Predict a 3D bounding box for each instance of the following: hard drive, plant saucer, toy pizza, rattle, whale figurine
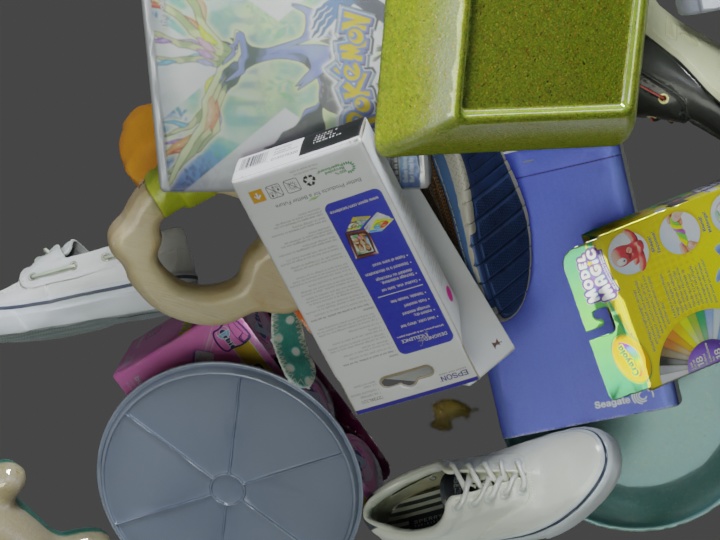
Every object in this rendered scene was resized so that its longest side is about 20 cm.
[{"bbox_3d":[0.142,0.010,1.623,0.131,0.025,0.201,-12,96,18],"label":"hard drive"},{"bbox_3d":[0.112,-0.168,1.447,0.199,0.048,0.201,-4,108,-29],"label":"plant saucer"},{"bbox_3d":[-0.095,0.153,1.669,0.199,0.032,0.201,4,115,8],"label":"toy pizza"},{"bbox_3d":[-0.089,-0.016,1.632,0.199,0.143,0.131,30,89,-25],"label":"rattle"},{"bbox_3d":[-0.298,0.205,1.770,0.199,0.104,0.160,14,114,-24],"label":"whale figurine"},{"bbox_3d":[0.198,0.089,1.655,0.199,0.036,0.201,3,102,15],"label":"plant saucer"}]

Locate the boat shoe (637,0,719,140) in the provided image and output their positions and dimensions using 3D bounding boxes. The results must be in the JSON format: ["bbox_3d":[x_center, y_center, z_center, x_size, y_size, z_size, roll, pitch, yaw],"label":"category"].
[{"bbox_3d":[0.210,-0.136,1.561,0.201,0.074,0.063,36,117,-4],"label":"boat shoe"}]

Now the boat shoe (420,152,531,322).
[{"bbox_3d":[0.062,-0.059,1.590,0.072,0.072,0.201,-6,105,39],"label":"boat shoe"}]

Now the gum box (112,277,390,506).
[{"bbox_3d":[-0.077,0.117,1.704,0.113,0.066,0.200,-31,105,20],"label":"gum box"}]

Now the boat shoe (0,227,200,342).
[{"bbox_3d":[-0.212,0.011,1.691,0.199,0.074,0.067,-9,82,13],"label":"boat shoe"}]

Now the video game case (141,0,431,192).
[{"bbox_3d":[-0.049,-0.148,1.463,0.181,0.022,0.201,-1,112,9],"label":"video game case"}]

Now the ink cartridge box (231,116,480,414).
[{"bbox_3d":[0.000,0.000,1.498,0.094,0.037,0.201,-17,118,19],"label":"ink cartridge box"}]

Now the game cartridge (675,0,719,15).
[{"bbox_3d":[0.296,-0.255,1.520,0.199,0.041,0.134,-12,105,13],"label":"game cartridge"}]

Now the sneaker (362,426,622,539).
[{"bbox_3d":[0.092,0.162,1.633,0.199,0.073,0.071,-26,150,26],"label":"sneaker"}]

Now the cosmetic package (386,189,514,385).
[{"bbox_3d":[0.008,-0.015,1.597,0.052,0.151,0.201,-38,105,-23],"label":"cosmetic package"}]

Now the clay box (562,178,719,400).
[{"bbox_3d":[0.241,0.002,1.577,0.199,0.048,0.116,-21,97,-7],"label":"clay box"}]
